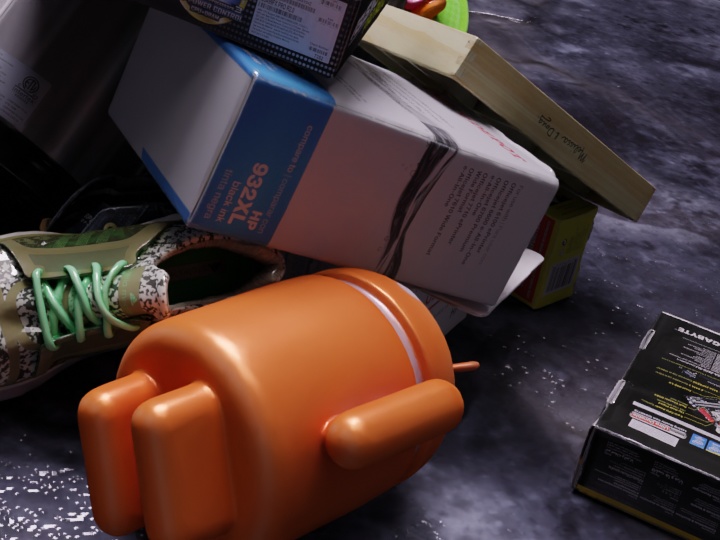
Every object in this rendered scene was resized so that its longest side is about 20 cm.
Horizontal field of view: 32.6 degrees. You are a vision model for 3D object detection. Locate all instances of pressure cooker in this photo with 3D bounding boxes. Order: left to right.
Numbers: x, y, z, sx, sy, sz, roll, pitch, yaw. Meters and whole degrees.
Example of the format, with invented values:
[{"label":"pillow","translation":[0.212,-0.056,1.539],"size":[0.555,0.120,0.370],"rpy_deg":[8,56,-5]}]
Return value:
[{"label":"pressure cooker","translation":[-0.181,-0.135,0.753],"size":[0.178,0.201,0.176],"rpy_deg":[17,-21,40]}]

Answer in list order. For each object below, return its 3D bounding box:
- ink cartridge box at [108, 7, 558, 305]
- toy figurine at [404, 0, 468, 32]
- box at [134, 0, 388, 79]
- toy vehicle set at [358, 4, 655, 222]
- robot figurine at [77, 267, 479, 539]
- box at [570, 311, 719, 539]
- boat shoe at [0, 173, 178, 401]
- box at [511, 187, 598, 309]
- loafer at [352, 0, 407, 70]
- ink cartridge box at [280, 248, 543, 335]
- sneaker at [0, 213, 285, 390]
[{"label":"ink cartridge box","translation":[-0.016,-0.067,0.668],"size":[0.199,0.084,0.145],"rpy_deg":[15,20,-35]},{"label":"toy figurine","translation":[0.016,-0.221,0.906],"size":[0.199,0.184,0.151],"rpy_deg":[-29,86,-18]},{"label":"box","translation":[-0.082,-0.176,0.637],"size":[0.199,0.044,0.160],"rpy_deg":[22,29,2]},{"label":"toy vehicle set","translation":[0.091,-0.103,0.798],"size":[0.200,0.027,0.124],"rpy_deg":[30,2,-39]},{"label":"robot figurine","translation":[-0.036,0.063,0.582],"size":[0.199,0.144,0.117],"rpy_deg":[-18,67,-45]},{"label":"box","translation":[0.237,0.107,0.692],"size":[0.199,0.050,0.160],"rpy_deg":[22,31,17]},{"label":"boat shoe","translation":[-0.166,0.002,0.667],"size":[0.071,0.091,0.200],"rpy_deg":[31,32,32]},{"label":"box","translation":[0.073,-0.053,0.897],"size":[0.200,0.076,0.050],"rpy_deg":[34,35,33]},{"label":"loafer","translation":[-0.008,-0.122,0.854],"size":[0.070,0.201,0.068],"rpy_deg":[17,25,-20]},{"label":"ink cartridge box","translation":[0.000,0.000,0.769],"size":[0.199,0.067,0.116],"rpy_deg":[23,28,19]},{"label":"sneaker","translation":[-0.124,0.009,0.600],"size":[0.199,0.077,0.088],"rpy_deg":[-17,5,-26]}]
